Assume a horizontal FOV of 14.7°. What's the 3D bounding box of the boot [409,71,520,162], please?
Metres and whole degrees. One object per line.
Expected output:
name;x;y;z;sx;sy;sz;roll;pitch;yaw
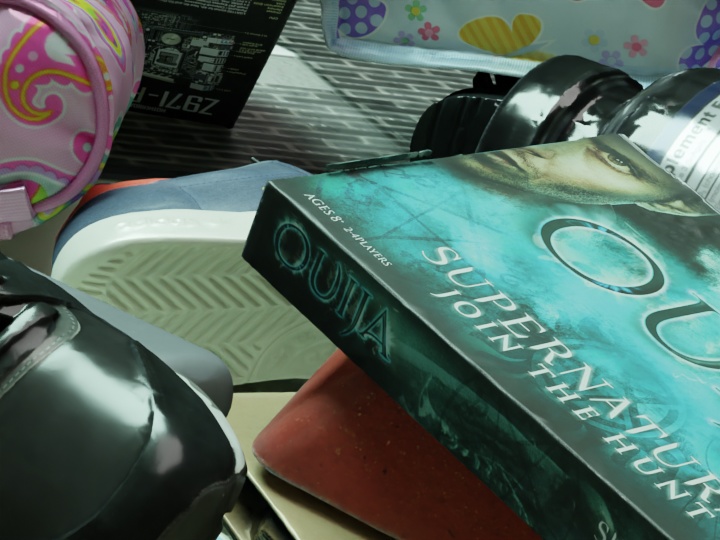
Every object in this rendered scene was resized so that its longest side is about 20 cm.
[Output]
boot;0.127;-0.045;1.127;0.198;0.074;0.162;15;18;20

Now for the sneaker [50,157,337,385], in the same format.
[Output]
sneaker;0.000;0.000;0.888;0.200;0.075;0.085;8;22;-13

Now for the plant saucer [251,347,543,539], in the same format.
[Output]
plant saucer;0.098;0.041;0.750;0.200;0.037;0.200;28;29;10

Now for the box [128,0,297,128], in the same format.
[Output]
box;-0.124;-0.142;1.081;0.200;0.086;0.164;8;-26;-12

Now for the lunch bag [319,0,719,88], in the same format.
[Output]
lunch bag;0.102;-0.145;1.122;0.200;0.127;0.170;11;20;14

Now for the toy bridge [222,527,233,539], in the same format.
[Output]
toy bridge;-0.013;0.064;0.760;0.200;0.027;0.067;7;20;-17

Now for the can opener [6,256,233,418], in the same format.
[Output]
can opener;-0.091;0.016;0.705;0.067;0.053;0.200;-2;17;-42

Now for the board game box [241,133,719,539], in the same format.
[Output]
board game box;0.082;0.034;0.684;0.135;0.028;0.200;-10;41;-43

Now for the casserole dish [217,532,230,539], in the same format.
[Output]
casserole dish;-0.073;0.094;0.612;0.121;0.039;0.200;11;19;-4

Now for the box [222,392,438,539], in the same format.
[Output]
box;0.070;0.082;0.723;0.200;0.021;0.164;0;34;-35

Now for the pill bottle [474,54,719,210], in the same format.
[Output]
pill bottle;0.138;-0.002;0.932;0.200;0.112;0.112;24;21;33

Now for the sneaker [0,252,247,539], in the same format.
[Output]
sneaker;-0.111;0.012;0.598;0.200;0.076;0.088;25;-22;44

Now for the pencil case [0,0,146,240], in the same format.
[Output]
pencil case;-0.117;-0.063;0.947;0.087;0.088;0.200;12;8;-4
